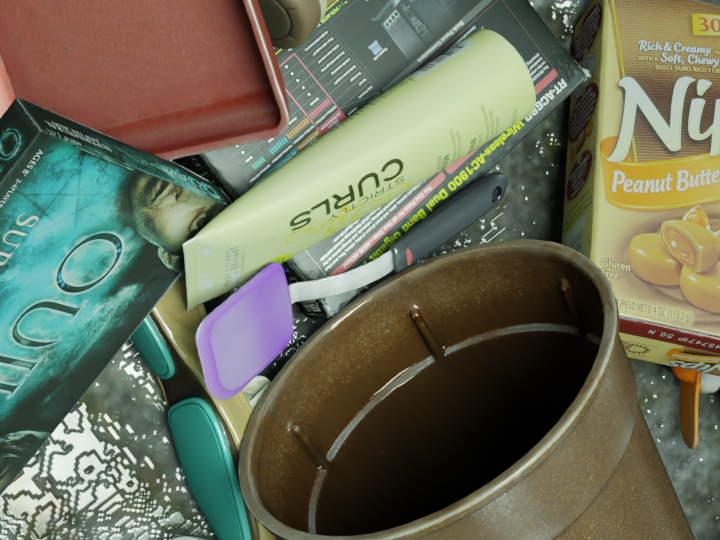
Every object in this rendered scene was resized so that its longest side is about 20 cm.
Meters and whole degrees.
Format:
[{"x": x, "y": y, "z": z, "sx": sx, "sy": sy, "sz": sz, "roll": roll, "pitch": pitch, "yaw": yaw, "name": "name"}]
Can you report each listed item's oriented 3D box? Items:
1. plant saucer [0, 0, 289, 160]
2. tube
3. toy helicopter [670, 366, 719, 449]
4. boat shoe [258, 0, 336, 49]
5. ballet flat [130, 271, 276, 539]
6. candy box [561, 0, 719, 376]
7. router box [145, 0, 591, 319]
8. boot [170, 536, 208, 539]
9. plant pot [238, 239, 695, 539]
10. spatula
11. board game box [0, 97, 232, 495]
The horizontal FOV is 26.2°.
[{"x": -0.131, "y": -0.147, "z": 0.726, "sx": 0.037, "sy": 0.199, "sz": 0.201, "roll": -37, "pitch": 113, "yaw": -51, "name": "plant saucer"}, {"x": -0.004, "y": -0.047, "z": 0.758, "sx": 0.199, "sy": 0.052, "sz": 0.058, "roll": -33, "pitch": 121, "yaw": -18, "name": "tube"}, {"x": 0.220, "y": 0.014, "z": 0.895, "sx": 0.132, "sy": 0.079, "sz": 0.201, "roll": -27, "pitch": 86, "yaw": -9, "name": "toy helicopter"}, {"x": -0.093, "y": -0.179, "z": 0.773, "sx": 0.199, "sy": 0.072, "sz": 0.076, "roll": 28, "pitch": 63, "yaw": 12, "name": "boat shoe"}, {"x": -0.076, "y": 0.052, "z": 0.799, "sx": 0.063, "sy": 0.069, "sz": 0.201, "roll": -29, "pitch": 99, "yaw": -29, "name": "ballet flat"}, {"x": 0.173, "y": -0.050, "z": 0.843, "sx": 0.115, "sy": 0.055, "sz": 0.201, "roll": 11, "pitch": 67, "yaw": -11, "name": "candy box"}, {"x": 0.001, "y": -0.095, "z": 0.824, "sx": 0.200, "sy": 0.062, "sz": 0.150, "roll": -42, "pitch": 100, "yaw": -13, "name": "router box"}, {"x": -0.043, "y": 0.231, "z": 0.809, "sx": 0.073, "sy": 0.090, "sz": 0.201, "roll": -33, "pitch": 72, "yaw": 8, "name": "boot"}, {"x": 0.073, "y": 0.124, "z": 0.772, "sx": 0.200, "sy": 0.200, "sz": 0.199, "roll": -40, "pitch": 120, "yaw": -14, "name": "plant pot"}, {"x": 0.000, "y": 0.000, "z": 0.771, "sx": 0.199, "sy": 0.021, "sz": 0.057, "roll": -29, "pitch": 134, "yaw": -25, "name": "spatula"}, {"x": -0.162, "y": 0.023, "z": 0.710, "sx": 0.200, "sy": 0.028, "sz": 0.135, "roll": -50, "pitch": 148, "yaw": 14, "name": "board game box"}]
